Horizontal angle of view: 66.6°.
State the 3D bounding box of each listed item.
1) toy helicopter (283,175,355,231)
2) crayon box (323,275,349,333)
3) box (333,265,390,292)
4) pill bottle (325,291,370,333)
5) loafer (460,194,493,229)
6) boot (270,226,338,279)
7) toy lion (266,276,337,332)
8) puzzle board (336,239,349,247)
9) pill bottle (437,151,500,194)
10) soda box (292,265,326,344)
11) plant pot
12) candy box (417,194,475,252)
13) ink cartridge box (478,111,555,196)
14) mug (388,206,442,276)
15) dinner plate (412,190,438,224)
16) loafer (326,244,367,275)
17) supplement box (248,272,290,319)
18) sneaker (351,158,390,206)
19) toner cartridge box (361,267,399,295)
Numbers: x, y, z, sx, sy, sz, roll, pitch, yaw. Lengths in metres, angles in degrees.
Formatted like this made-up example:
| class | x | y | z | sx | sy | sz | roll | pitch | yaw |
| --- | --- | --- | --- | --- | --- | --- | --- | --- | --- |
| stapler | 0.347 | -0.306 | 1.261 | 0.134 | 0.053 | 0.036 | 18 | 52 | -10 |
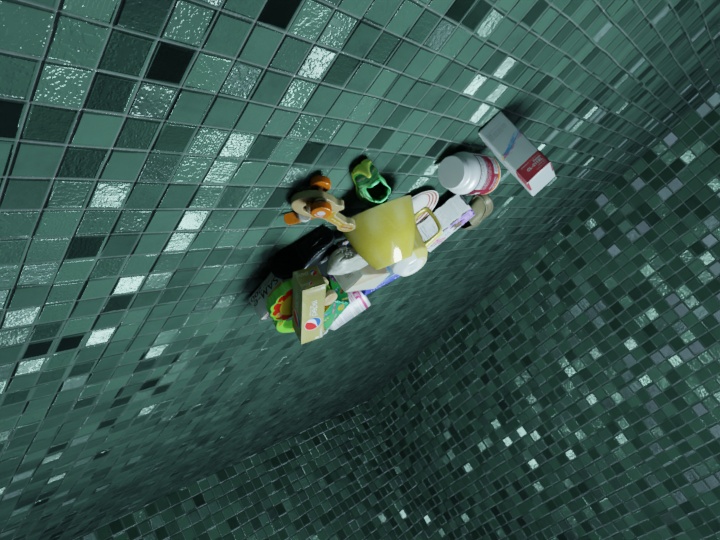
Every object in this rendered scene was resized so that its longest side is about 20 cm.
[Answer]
| class | x | y | z | sx | sy | sz | roll | pitch | yaw |
| --- | --- | --- | --- | --- | --- | --- | --- | --- | --- |
| toy helicopter | -0.084 | -0.127 | 1.241 | 0.130 | 0.081 | 0.199 | -17 | 155 | 29 |
| crayon box | -0.113 | 0.101 | 1.643 | 0.057 | 0.120 | 0.200 | 9 | 138 | -32 |
| box | 0.000 | 0.000 | 1.594 | 0.078 | 0.096 | 0.199 | -41 | 166 | 21 |
| pill bottle | -0.076 | 0.121 | 1.784 | 0.198 | 0.114 | 0.114 | -34 | 161 | -3 |
| loafer | 0.397 | -0.197 | 1.892 | 0.067 | 0.076 | 0.201 | -33 | 161 | -21 |
| boot | -0.134 | -0.020 | 1.429 | 0.197 | 0.074 | 0.163 | -36 | 160 | -12 |
| toy lion | -0.169 | 0.091 | 1.432 | 0.189 | 0.069 | 0.201 | -3 | 138 | -46 |
| puzzle board | -0.029 | -0.046 | 1.624 | 0.149 | 0.018 | 0.201 | -30 | 159 | -16 |
| pill bottle | 0.298 | -0.267 | 1.512 | 0.198 | 0.114 | 0.113 | -9 | 148 | -50 |
| soda box | -0.129 | 0.087 | 1.352 | 0.063 | 0.068 | 0.202 | -16 | 139 | -21 |
| plant pot | 0.060 | -0.086 | 1.387 | 0.196 | 0.145 | 0.200 | -21 | 180 | 0 |
| candy box | 0.264 | -0.151 | 1.752 | 0.199 | 0.072 | 0.167 | -40 | 169 | 13 |
| ink cartridge box | 0.424 | -0.314 | 1.482 | 0.083 | 0.201 | 0.145 | -42 | 160 | 15 |
| mug | 0.121 | -0.082 | 1.519 | 0.148 | 0.155 | 0.187 | -5 | 146 | -47 |
| dinner plate | 0.144 | -0.171 | 1.614 | 0.198 | 0.024 | 0.201 | -32 | 161 | -12 |
| loafer | -0.022 | -0.031 | 1.451 | 0.199 | 0.070 | 0.070 | -13 | 147 | -55 |
| supplement box | -0.193 | 0.063 | 1.512 | 0.126 | 0.074 | 0.199 | -46 | 157 | 21 |
| sneaker | 0.030 | -0.186 | 1.298 | 0.074 | 0.084 | 0.200 | -36 | 161 | 4 |
| toner cartridge box | 0.071 | -0.008 | 1.759 | 0.198 | 0.096 | 0.043 | -28 | 160 | -22 |
